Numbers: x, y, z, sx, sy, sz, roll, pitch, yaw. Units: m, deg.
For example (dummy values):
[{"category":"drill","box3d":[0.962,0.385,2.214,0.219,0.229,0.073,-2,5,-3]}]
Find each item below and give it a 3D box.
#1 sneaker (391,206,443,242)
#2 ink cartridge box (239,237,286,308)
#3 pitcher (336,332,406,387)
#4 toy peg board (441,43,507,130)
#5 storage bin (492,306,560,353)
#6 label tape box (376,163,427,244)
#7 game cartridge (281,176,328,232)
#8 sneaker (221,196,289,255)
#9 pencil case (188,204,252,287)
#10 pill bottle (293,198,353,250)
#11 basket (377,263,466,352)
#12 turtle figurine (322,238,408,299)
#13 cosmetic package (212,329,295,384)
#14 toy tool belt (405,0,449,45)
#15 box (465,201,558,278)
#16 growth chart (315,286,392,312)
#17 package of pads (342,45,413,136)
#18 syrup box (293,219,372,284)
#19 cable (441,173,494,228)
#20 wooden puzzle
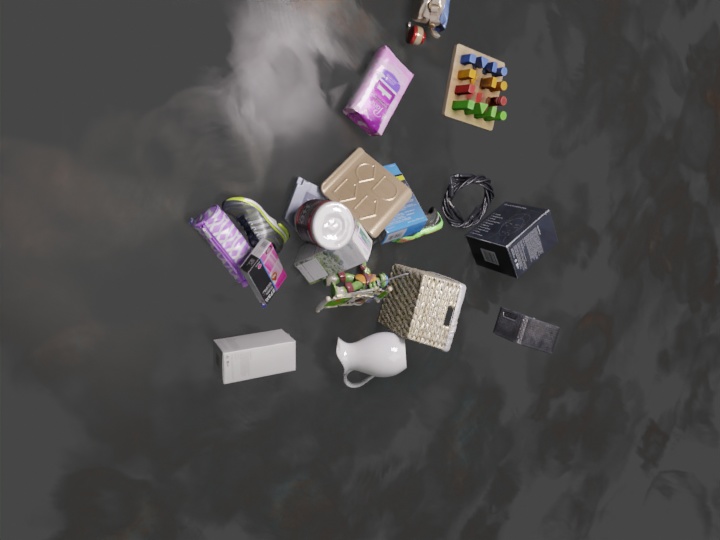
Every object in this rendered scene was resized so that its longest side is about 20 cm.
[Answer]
[{"category":"sneaker","box3d":[0.151,-0.136,1.676,0.195,0.076,0.087,-20,93,-29]},{"category":"ink cartridge box","box3d":[-0.234,0.016,1.427,0.096,0.036,0.202,-56,158,-23]},{"category":"pitcher","box3d":[0.036,0.263,1.643,0.192,0.123,0.176,-4,125,5]},{"category":"toy peg board","box3d":[0.359,-0.538,1.686,0.194,0.097,0.207,7,98,-31]},{"category":"storage bin","box3d":[0.564,0.203,1.945,0.195,0.134,0.097,19,92,-32]},{"category":"label tape box","box3d":[0.078,-0.188,1.595,0.139,0.067,0.204,-17,66,-26]},{"category":"game cartridge","box3d":[-0.111,-0.147,1.532,0.196,0.040,0.138,23,85,-32]},{"category":"sneaker","box3d":[-0.261,-0.107,1.415,0.198,0.073,0.083,35,52,-30]},{"category":"pencil case","box3d":[-0.325,-0.063,1.393,0.082,0.087,0.202,-28,119,13]},{"category":"pill bottle","box3d":[-0.099,-0.117,1.405,0.107,0.199,0.115,-4,100,-23]},{"category":"basket","box3d":[0.175,0.103,1.660,0.156,0.199,0.206,14,94,-29]},{"category":"turtle figurine","box3d":[0.000,0.000,1.570,0.187,0.200,0.149,-11,72,-23]},{"category":"cosmetic package","box3d":[-0.273,0.218,1.475,0.193,0.107,0.088,-4,104,-28]},{"category":"toy tool belt","box3d":[0.204,-0.702,1.546,0.119,0.124,0.208,10,97,-22]},{"category":"box","box3d":[0.471,-0.101,1.787,0.195,0.198,0.126,-38,119,-16]},{"category":"growth chart","box3d":[-0.021,0.078,1.525,0.192,0.145,0.018,-8,74,-13]},{"category":"package of pads","box3d":[0.048,-0.478,1.530,0.119,0.075,0.204,32,84,-28]},{"category":"syrup box","box3d":[-0.071,-0.046,1.481,0.079,0.195,0.083,50,33,-29]},{"category":"cable","box3d":[0.341,-0.214,1.773,0.194,0.050,0.170,-2,102,-31]},{"category":"wooden puzzle","box3d":[0.015,-0.205,1.525,0.199,0.047,0.186,41,64,5]}]
